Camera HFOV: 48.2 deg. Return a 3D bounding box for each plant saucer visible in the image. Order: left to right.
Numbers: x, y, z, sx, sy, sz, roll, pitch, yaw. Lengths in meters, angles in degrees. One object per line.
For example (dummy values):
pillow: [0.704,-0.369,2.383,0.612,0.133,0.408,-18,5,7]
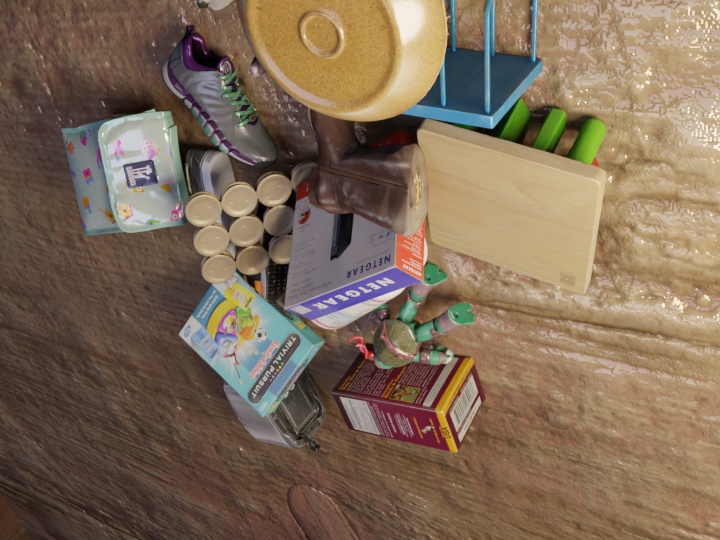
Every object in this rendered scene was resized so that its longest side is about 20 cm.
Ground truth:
plant saucer: [-0.026,-0.204,0.672,0.197,0.036,0.202,17,137,16]

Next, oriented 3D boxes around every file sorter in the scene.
file sorter: [0.066,-0.240,0.801,0.197,0.139,0.124,16,132,27]

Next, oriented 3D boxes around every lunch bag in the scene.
lunch bag: [-0.335,-0.145,1.189,0.197,0.121,0.174,1,106,38]

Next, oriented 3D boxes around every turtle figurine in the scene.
turtle figurine: [0.069,0.087,1.134,0.149,0.101,0.200,41,135,-1]

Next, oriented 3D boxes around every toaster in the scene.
toaster: [-0.151,0.230,1.422,0.128,0.114,0.202,-5,122,45]

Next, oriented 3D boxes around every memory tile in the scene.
memory tile: [-0.135,-0.064,1.108,0.017,0.197,0.155,-119,16,-49]

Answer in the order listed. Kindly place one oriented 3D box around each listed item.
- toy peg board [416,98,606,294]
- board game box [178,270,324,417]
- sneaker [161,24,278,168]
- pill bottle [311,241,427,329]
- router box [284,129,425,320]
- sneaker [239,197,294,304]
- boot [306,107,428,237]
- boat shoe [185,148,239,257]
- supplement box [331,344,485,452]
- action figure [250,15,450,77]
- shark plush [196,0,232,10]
toy peg board: [0.179,-0.096,0.896,0.197,0.099,0.200,21,152,23]
board game box: [-0.178,0.109,1.299,0.199,0.047,0.152,41,106,14]
sneaker: [-0.177,-0.225,1.059,0.200,0.075,0.088,44,135,-3]
pill bottle: [0.000,0.000,1.094,0.109,0.109,0.199,47,139,-9]
router box: [-0.006,-0.051,0.989,0.048,0.183,0.198,25,147,-37]
sneaker: [-0.152,-0.044,1.206,0.089,0.070,0.202,31,137,25]
boot: [0.012,-0.144,0.902,0.199,0.063,0.190,19,111,56]
boat shoe: [-0.225,-0.090,1.219,0.067,0.072,0.203,14,131,25]
supplement box: [0.072,0.187,1.206,0.197,0.111,0.087,3,130,37]
action figure: [-0.008,-0.219,0.730,0.197,0.069,0.132,5,117,30]
shark plush: [-0.168,-0.387,0.910,0.084,0.090,0.202,51,156,37]
